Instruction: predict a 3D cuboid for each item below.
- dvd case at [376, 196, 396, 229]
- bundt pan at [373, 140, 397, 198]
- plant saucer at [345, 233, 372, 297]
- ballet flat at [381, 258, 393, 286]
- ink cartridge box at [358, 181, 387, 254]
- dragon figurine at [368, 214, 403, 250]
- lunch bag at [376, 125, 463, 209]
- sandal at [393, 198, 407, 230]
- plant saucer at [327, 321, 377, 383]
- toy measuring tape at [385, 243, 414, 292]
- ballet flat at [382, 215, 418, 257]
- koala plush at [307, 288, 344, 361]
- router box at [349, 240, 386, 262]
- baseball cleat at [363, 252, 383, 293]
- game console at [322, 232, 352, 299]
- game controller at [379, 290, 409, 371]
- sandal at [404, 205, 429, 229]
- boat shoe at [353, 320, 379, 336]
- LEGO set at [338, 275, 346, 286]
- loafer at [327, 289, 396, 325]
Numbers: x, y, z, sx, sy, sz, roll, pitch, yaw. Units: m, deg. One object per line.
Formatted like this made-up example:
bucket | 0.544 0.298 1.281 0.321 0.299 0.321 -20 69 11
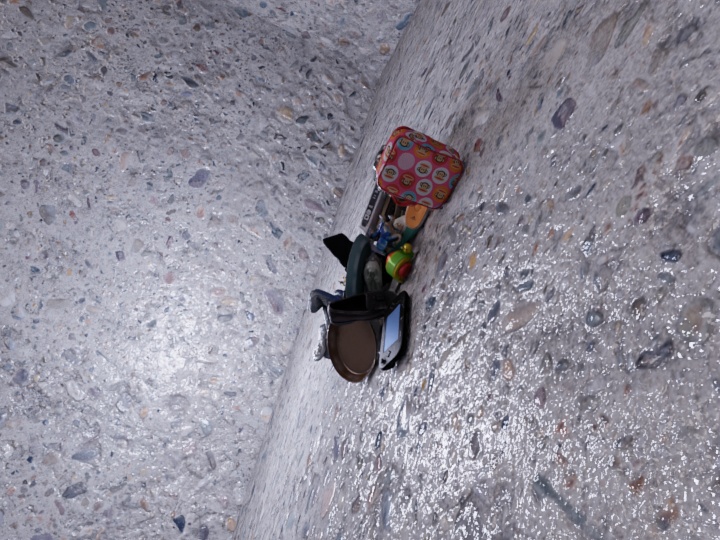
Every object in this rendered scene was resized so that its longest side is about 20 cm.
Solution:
dvd case | 0.115 -0.209 1.631 0.148 0.016 0.207 16 -86 -64
bundt pan | 0.121 -0.307 1.504 0.077 0.194 0.208 61 -145 -49
plant saucer | 0.000 0.000 1.517 0.200 0.026 0.209 10 -91 -75
ballet flat | 0.081 0.009 1.563 0.199 0.055 0.069 146 135 -61
ink cartridge box | 0.067 -0.159 1.651 0.196 0.042 0.207 10 -78 -63
dragon figurine | 0.076 -0.087 1.458 0.201 0.057 0.103 -124 40 -54
lunch bag | 0.138 -0.236 1.305 0.083 0.194 0.179 -92 26 -54
sandal | 0.144 -0.197 1.566 0.054 0.078 0.207 -31 -38 -71
plant saucer | -0.018 0.205 1.479 0.196 0.034 0.210 4 96 44
toy measuring tape | 0.086 0.017 1.432 0.074 0.071 0.205 -92 24 -64
ballet flat | 0.115 -0.107 1.516 0.069 0.068 0.203 -86 19 -47
koala plush | -0.077 0.185 1.639 0.181 0.174 0.207 28 104 35
router box | -0.003 -0.058 1.802 0.200 0.152 0.054 -146 79 -80
baseball cleat | 0.042 0.042 1.523 0.108 0.067 0.205 -79 -6 -49
game console | -0.050 -0.003 1.602 0.199 0.112 0.183 -30 -48 -71
game controller | 0.084 0.144 1.299 0.204 0.041 0.106 -82 16 -46
sandal | 0.165 -0.207 1.406 0.059 0.077 0.214 -20 -50 -64
boat shoe | 0.008 0.192 1.555 0.070 0.069 0.204 -79 6 -48
LEGO set | -0.031 0.088 1.777 0.155 0.112 0.205 -92 25 -64
loafer | 0.007 0.093 1.405 0.064 0.192 0.074 73 -178 -50
